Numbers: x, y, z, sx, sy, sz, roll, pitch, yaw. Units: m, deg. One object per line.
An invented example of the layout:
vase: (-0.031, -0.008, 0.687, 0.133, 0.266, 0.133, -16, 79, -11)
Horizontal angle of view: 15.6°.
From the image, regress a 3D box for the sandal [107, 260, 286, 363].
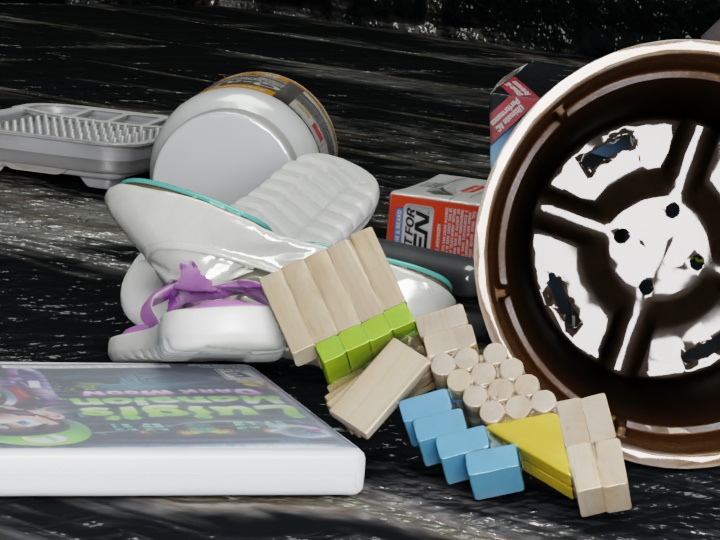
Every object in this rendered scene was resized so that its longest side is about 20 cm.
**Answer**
sandal: (-0.074, 0.020, 1.290, 0.082, 0.050, 0.203, 1, -4, -17)

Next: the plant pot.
plant pot: (0.158, -0.011, 1.321, 0.199, 0.202, 0.198, 5, 2, 3)

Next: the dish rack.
dish rack: (-0.223, -0.099, 2.095, 0.170, 0.044, 0.200, 8, 10, 17)

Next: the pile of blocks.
pile of blocks: (0.038, 0.063, 1.172, 0.200, 0.082, 0.062, 35, -20, 29)

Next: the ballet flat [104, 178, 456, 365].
ballet flat: (-0.049, 0.008, 1.378, 0.199, 0.070, 0.069, 18, 10, 5)

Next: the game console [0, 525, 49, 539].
game console: (-0.094, 0.130, 0.508, 0.199, 0.117, 0.175, 10, 10, 35)

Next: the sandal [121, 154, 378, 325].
sandal: (-0.055, -0.002, 1.481, 0.082, 0.050, 0.202, 29, 40, 25)

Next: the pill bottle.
pill bottle: (-0.078, -0.069, 1.751, 0.115, 0.117, 0.200, 5, 9, 3)

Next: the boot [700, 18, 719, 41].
boot: (0.242, -0.037, 1.542, 0.200, 0.188, 0.068, 51, 20, 9)

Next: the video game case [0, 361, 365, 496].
video game case: (-0.119, 0.068, 1.173, 0.199, 0.024, 0.182, 2, 10, -19)

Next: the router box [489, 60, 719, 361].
router box: (0.173, -0.030, 1.507, 0.199, 0.151, 0.062, 9, 26, 26)

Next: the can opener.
can opener: (0.000, 0.000, 1.563, 0.199, 0.054, 0.067, 12, 12, 33)

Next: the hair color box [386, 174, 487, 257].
hair color box: (0.126, -0.015, 1.691, 0.199, 0.064, 0.111, 10, 11, 18)
